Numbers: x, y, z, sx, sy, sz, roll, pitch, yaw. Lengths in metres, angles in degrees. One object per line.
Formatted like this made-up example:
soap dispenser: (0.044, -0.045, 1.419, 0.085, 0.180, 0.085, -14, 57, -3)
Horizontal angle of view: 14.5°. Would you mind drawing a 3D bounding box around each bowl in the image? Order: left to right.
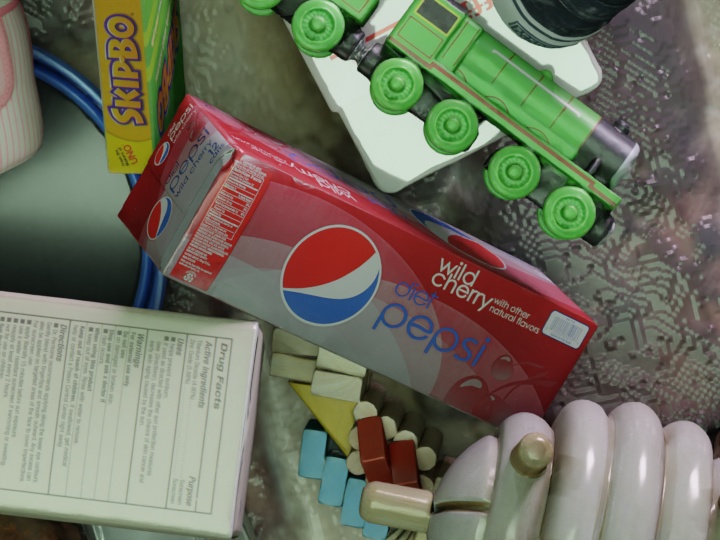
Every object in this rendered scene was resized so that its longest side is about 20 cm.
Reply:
bowl: (-0.184, -0.011, 1.283, 0.200, 0.039, 0.201, 1, 98, 6)

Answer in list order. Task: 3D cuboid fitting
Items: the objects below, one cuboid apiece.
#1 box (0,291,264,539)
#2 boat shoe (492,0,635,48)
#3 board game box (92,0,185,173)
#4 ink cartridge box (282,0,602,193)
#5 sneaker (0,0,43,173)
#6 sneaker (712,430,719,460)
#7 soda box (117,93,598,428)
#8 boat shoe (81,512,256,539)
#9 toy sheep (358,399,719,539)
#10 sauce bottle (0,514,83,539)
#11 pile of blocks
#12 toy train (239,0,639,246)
box: (-0.144, 0.058, 1.191, 0.199, 0.078, 0.095, 8, 83, 0)
boat shoe: (0.112, -0.193, 1.171, 0.071, 0.091, 0.201, 17, 72, -27)
board game box: (-0.096, -0.135, 1.200, 0.030, 0.096, 0.201, -2, 117, 6)
ink cartridge box: (0.014, -0.148, 1.230, 0.116, 0.067, 0.200, -27, 95, 8)
sneaker: (-0.229, -0.066, 1.222, 0.200, 0.075, 0.105, -9, 113, 17)
sneaker: (0.183, 0.082, 1.245, 0.075, 0.070, 0.201, 0, 97, 11)
soda box: (0.000, 0.000, 1.208, 0.200, 0.070, 0.064, 26, 101, -30)
boat shoe: (-0.077, 0.158, 1.281, 0.072, 0.069, 0.200, -20, 96, 8)
toy sheep: (0.098, 0.115, 1.188, 0.199, 0.138, 0.138, 17, 99, 0)
sauce bottle: (-0.143, 0.156, 1.254, 0.066, 0.066, 0.201, -13, 92, 7)
pile of blocks: (0.020, 0.108, 1.268, 0.082, 0.062, 0.200, -43, 92, 10)
toy train: (0.032, -0.084, 1.185, 0.200, 0.042, 0.056, 36, 89, -1)
